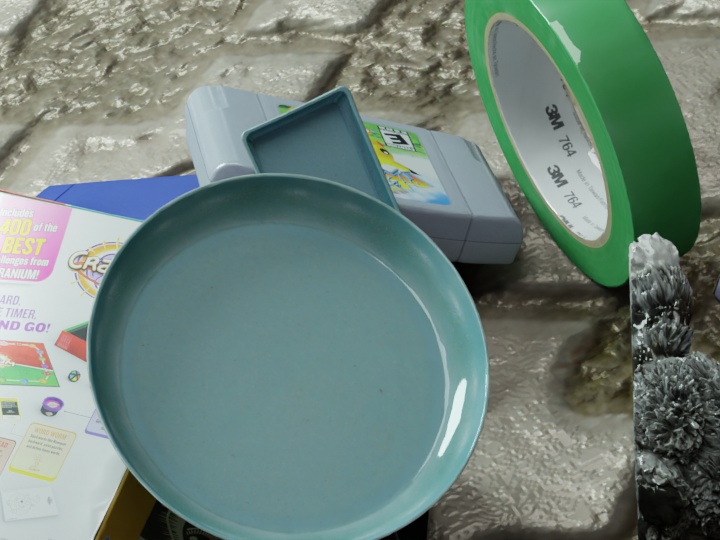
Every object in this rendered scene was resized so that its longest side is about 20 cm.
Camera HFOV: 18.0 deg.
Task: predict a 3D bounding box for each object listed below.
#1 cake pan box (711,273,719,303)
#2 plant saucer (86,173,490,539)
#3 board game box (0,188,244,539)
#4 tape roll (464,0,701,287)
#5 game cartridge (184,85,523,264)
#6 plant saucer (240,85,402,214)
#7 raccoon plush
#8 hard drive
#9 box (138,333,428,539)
[{"bbox_3d":[0.318,0.039,1.210,0.198,0.053,0.185,-4,37,-29],"label":"cake pan box"},{"bbox_3d":[-0.036,0.047,1.110,0.198,0.027,0.202,5,63,-10],"label":"plant saucer"},{"bbox_3d":[-0.159,0.061,1.146,0.152,0.040,0.201,12,59,22],"label":"board game box"},{"bbox_3d":[0.128,-0.091,1.334,0.048,0.201,0.201,-26,43,-12],"label":"tape roll"},{"bbox_3d":[-0.003,-0.056,1.376,0.198,0.041,0.134,10,29,-18],"label":"game cartridge"},{"bbox_3d":[0.000,0.000,1.301,0.069,0.201,0.019,-25,7,-13],"label":"plant saucer"},{"bbox_3d":[0.208,0.073,1.178,0.133,0.097,0.202,-3,80,8],"label":"raccoon plush"},{"bbox_3d":[-0.118,-0.035,1.431,0.198,0.026,0.132,-4,16,11],"label":"hard drive"},{"bbox_3d":[-0.071,0.097,1.215,0.198,0.148,0.105,-2,55,12],"label":"box"}]
